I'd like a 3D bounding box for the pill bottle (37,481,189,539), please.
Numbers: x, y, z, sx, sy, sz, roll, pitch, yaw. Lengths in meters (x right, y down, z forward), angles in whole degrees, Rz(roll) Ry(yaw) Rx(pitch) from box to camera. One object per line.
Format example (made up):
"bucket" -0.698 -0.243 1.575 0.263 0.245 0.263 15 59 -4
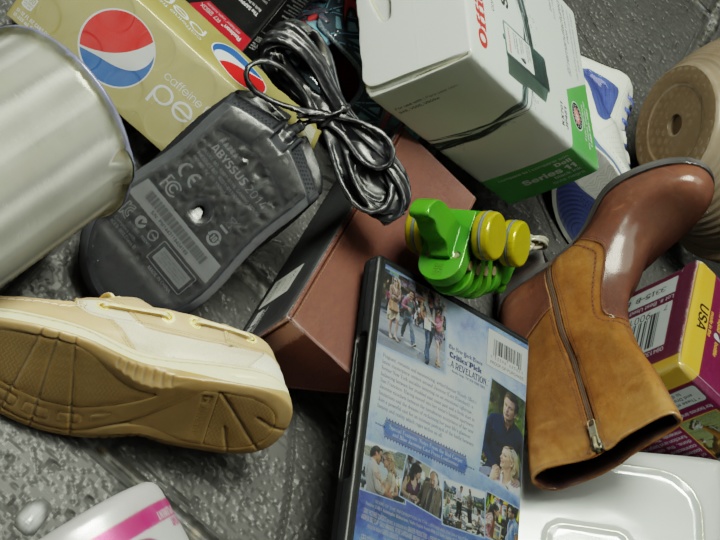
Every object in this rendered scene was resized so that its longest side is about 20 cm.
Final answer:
"pill bottle" -0.101 0.216 0.641 0.113 0.113 0.201 -26 83 -43

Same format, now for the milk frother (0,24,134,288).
"milk frother" -0.229 -0.075 0.635 0.180 0.200 0.188 38 48 9

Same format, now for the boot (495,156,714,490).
"boot" 0.175 0.029 0.875 0.069 0.187 0.201 50 18 -30

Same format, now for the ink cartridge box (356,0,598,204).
"ink cartridge box" 0.084 -0.156 0.930 0.200 0.083 0.148 29 50 -51

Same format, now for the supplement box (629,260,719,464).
"supplement box" 0.252 0.108 0.954 0.200 0.131 0.104 41 46 -19

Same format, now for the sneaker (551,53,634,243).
"sneaker" 0.193 -0.110 1.076 0.115 0.080 0.200 -22 79 -41

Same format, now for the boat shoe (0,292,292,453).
"boat shoe" -0.136 0.050 0.744 0.199 0.074 0.069 17 33 -20

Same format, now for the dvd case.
"dvd case" 0.047 0.106 0.803 0.142 0.017 0.201 29 55 -33

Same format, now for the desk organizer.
"desk organizer" 0.000 0.000 0.871 0.077 0.072 0.201 42 47 -14

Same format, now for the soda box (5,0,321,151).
"soda box" -0.120 -0.125 0.838 0.200 0.068 0.064 42 21 -10

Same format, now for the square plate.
"square plate" 0.144 0.195 0.838 0.198 0.029 0.199 8 56 0

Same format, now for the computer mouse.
"computer mouse" -0.080 -0.043 0.799 0.199 0.053 0.139 -35 98 -5

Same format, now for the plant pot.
"plant pot" 0.290 -0.110 1.071 0.092 0.201 0.202 11 59 -27

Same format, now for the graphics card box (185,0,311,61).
"graphics card box" -0.056 -0.253 0.877 0.125 0.200 0.051 42 11 10

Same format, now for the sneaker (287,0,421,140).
"sneaker" -0.019 -0.182 0.954 0.095 0.079 0.201 -13 74 -39

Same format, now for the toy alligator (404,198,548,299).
"toy alligator" 0.080 -0.007 0.860 0.200 0.059 0.055 12 85 -61
